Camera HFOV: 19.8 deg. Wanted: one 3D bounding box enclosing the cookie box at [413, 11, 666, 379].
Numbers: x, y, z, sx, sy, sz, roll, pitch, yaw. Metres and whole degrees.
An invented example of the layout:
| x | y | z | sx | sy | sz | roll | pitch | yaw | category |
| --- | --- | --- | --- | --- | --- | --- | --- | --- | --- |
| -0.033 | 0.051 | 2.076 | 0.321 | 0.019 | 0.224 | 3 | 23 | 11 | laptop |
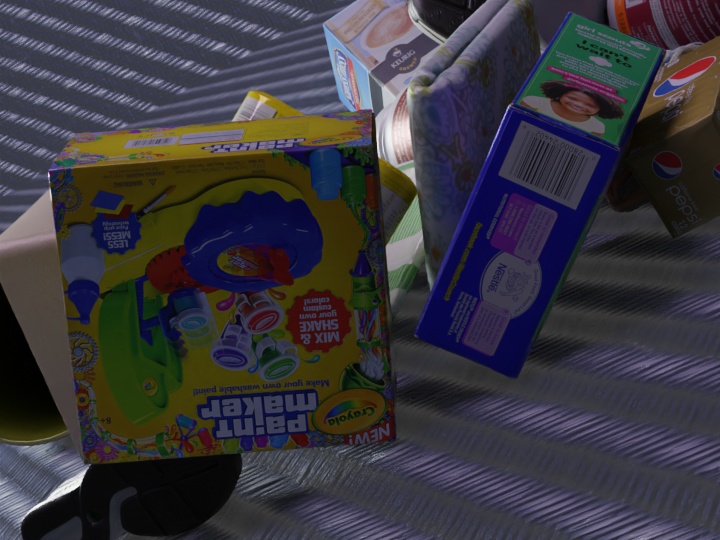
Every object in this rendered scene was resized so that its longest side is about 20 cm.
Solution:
| x | y | z | sx | sy | sz | roll | pitch | yaw | category |
| --- | --- | --- | --- | --- | --- | --- | --- | --- | --- |
| 0.116 | -0.053 | 1.309 | 0.200 | 0.075 | 0.171 | -57 | -9 | -62 | cookie box |

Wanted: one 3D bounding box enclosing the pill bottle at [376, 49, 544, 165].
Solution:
| x | y | z | sx | sy | sz | roll | pitch | yaw | category |
| --- | --- | --- | --- | --- | --- | --- | --- | --- | --- |
| 0.090 | -0.116 | 1.716 | 0.112 | 0.112 | 0.200 | -39 | 14 | -25 | pill bottle |

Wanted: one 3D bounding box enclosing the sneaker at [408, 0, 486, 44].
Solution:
| x | y | z | sx | sy | sz | roll | pitch | yaw | category |
| --- | --- | --- | --- | --- | --- | --- | --- | --- | --- |
| 0.114 | -0.184 | 1.797 | 0.115 | 0.200 | 0.076 | -37 | 41 | 56 | sneaker |

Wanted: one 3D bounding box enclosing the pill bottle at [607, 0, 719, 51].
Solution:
| x | y | z | sx | sy | sz | roll | pitch | yaw | category |
| --- | --- | --- | --- | --- | --- | --- | --- | --- | --- |
| 0.295 | -0.218 | 1.590 | 0.200 | 0.110 | 0.110 | -15 | 22 | 49 | pill bottle |

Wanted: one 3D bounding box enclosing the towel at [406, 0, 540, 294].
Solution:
| x | y | z | sx | sy | sz | roll | pitch | yaw | category |
| --- | --- | --- | --- | --- | --- | --- | --- | --- | --- |
| 0.087 | -0.092 | 1.498 | 0.048 | 0.172 | 0.200 | 2 | 28 | 25 | towel |

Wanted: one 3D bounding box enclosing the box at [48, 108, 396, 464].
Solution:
| x | y | z | sx | sy | sz | roll | pitch | yaw | category |
| --- | --- | --- | --- | --- | --- | --- | --- | --- | --- |
| -0.082 | 0.008 | 1.321 | 0.200 | 0.193 | 0.122 | -5 | 14 | 2 | box |

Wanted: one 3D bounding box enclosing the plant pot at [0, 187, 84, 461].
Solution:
| x | y | z | sx | sy | sz | roll | pitch | yaw | category |
| --- | --- | --- | --- | --- | --- | --- | --- | --- | --- |
| -0.156 | 0.013 | 1.705 | 0.177 | 0.200 | 0.200 | -15 | 18 | 20 | plant pot |

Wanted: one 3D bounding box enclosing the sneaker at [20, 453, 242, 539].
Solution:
| x | y | z | sx | sy | sz | roll | pitch | yaw | category |
| --- | --- | --- | --- | --- | --- | --- | --- | --- | --- |
| -0.142 | 0.132 | 1.431 | 0.200 | 0.076 | 0.115 | -27 | 15 | 37 | sneaker |

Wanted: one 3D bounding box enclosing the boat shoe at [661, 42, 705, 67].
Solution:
| x | y | z | sx | sy | sz | roll | pitch | yaw | category |
| --- | --- | --- | --- | --- | --- | --- | --- | --- | --- |
| 0.263 | -0.154 | 1.534 | 0.074 | 0.065 | 0.202 | -39 | 13 | -29 | boat shoe |

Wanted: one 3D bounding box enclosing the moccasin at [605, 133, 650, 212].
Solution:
| x | y | z | sx | sy | sz | roll | pitch | yaw | category |
| --- | --- | --- | --- | --- | --- | --- | --- | --- | --- |
| 0.176 | -0.099 | 1.511 | 0.074 | 0.078 | 0.201 | -30 | 12 | 12 | moccasin |

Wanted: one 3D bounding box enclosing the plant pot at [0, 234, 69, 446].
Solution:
| x | y | z | sx | sy | sz | roll | pitch | yaw | category |
| --- | --- | --- | --- | --- | --- | --- | --- | --- | --- |
| -0.281 | 0.056 | 1.913 | 0.187 | 0.187 | 0.200 | -31 | -3 | 10 | plant pot |

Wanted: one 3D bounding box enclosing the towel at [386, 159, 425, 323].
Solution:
| x | y | z | sx | sy | sz | roll | pitch | yaw | category |
| --- | --- | --- | --- | --- | --- | --- | --- | --- | --- |
| 0.000 | 0.000 | 1.548 | 0.152 | 0.023 | 0.200 | -14 | 44 | 57 | towel |

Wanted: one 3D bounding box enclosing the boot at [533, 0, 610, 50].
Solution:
| x | y | z | sx | sy | sz | roll | pitch | yaw | category |
| --- | --- | --- | --- | --- | --- | --- | --- | --- | --- |
| 0.155 | -0.204 | 1.666 | 0.095 | 0.074 | 0.200 | 2 | 1 | 37 | boot |

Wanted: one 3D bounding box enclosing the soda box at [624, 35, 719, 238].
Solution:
| x | y | z | sx | sy | sz | roll | pitch | yaw | category |
| --- | --- | --- | --- | --- | --- | --- | --- | --- | --- |
| 0.231 | -0.095 | 1.390 | 0.068 | 0.064 | 0.200 | -29 | 13 | 23 | soda box |

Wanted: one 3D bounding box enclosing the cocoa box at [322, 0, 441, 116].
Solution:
| x | y | z | sx | sy | sz | roll | pitch | yaw | category |
| --- | --- | --- | --- | --- | --- | --- | --- | --- | --- |
| 0.085 | -0.210 | 1.941 | 0.200 | 0.131 | 0.133 | -36 | -27 | -12 | cocoa box |

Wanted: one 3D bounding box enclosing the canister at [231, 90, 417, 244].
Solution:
| x | y | z | sx | sy | sz | roll | pitch | yaw | category |
| --- | --- | --- | --- | --- | --- | --- | --- | --- | --- |
| -0.067 | -0.008 | 1.454 | 0.200 | 0.148 | 0.087 | -59 | -11 | -2 | canister |
